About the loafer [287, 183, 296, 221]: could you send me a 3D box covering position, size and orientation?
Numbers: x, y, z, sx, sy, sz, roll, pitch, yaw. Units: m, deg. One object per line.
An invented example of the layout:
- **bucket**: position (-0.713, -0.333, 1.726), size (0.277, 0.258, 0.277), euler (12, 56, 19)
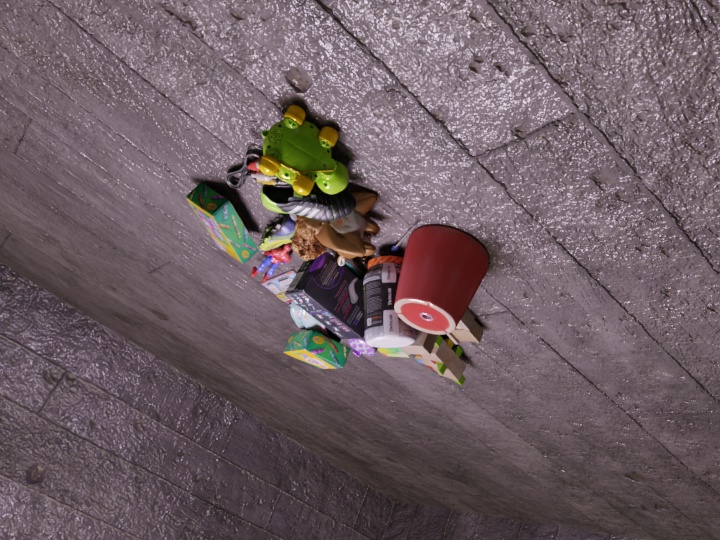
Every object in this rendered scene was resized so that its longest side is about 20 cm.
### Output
- **loafer**: position (-0.140, -0.162, 1.438), size (0.070, 0.070, 0.200), euler (21, 152, 6)

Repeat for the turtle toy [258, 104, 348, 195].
- **turtle toy**: position (-0.108, -0.219, 1.262), size (0.199, 0.146, 0.101), euler (30, 172, -16)

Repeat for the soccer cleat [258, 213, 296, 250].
- **soccer cleat**: position (-0.201, -0.086, 1.627), size (0.083, 0.065, 0.200), euler (22, 156, -20)

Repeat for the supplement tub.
- **supplement tub**: position (0.068, 0.074, 1.509), size (0.122, 0.201, 0.123), euler (-2, 164, 0)

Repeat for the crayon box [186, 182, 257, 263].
- **crayon box**: position (-0.352, -0.118, 1.639), size (0.119, 0.058, 0.200), euler (32, 158, 33)

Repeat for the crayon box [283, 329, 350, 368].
- **crayon box**: position (-0.121, 0.215, 1.723), size (0.118, 0.059, 0.200), euler (27, 162, -16)

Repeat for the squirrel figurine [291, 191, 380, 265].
- **squirrel figurine**: position (-0.055, -0.083, 1.443), size (0.199, 0.142, 0.187), euler (3, 167, 4)

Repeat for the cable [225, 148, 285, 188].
- **cable**: position (-0.259, -0.221, 1.449), size (0.199, 0.051, 0.097), euler (-4, 140, 41)

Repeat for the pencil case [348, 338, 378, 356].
- **pencil case**: position (0.046, 0.127, 1.662), size (0.084, 0.200, 0.085), euler (39, 152, -6)

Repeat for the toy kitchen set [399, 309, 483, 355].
- **toy kitchen set**: position (0.178, 0.168, 1.639), size (0.163, 0.181, 0.200), euler (-4, 140, 44)

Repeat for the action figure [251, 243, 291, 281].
- **action figure**: position (-0.240, -0.029, 1.770), size (0.065, 0.052, 0.200), euler (29, 147, -20)

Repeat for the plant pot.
- **plant pot**: position (0.169, 0.031, 1.412), size (0.199, 0.178, 0.201), euler (18, 152, 10)

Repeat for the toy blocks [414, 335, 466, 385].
- **toy blocks**: position (0.212, 0.246, 1.860), size (0.136, 0.100, 0.200), euler (11, 151, 47)

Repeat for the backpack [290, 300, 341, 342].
- **backpack**: position (-0.100, 0.088, 1.721), size (0.150, 0.178, 0.200), euler (15, 158, 13)

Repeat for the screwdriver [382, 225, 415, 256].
- **screwdriver**: position (0.091, -0.066, 1.476), size (0.028, 0.029, 0.200), euler (28, 149, -6)

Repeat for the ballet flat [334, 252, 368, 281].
- **ballet flat**: position (0.000, 0.000, 1.607), size (0.068, 0.069, 0.200), euler (10, 149, 30)

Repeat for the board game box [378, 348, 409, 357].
- **board game box**: position (0.064, 0.186, 1.900), size (0.101, 0.048, 0.200), euler (-3, 142, 42)

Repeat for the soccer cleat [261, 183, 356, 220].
- **soccer cleat**: position (-0.109, -0.145, 1.321), size (0.199, 0.068, 0.081), euler (4, 166, 2)

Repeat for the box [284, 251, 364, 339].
- **box**: position (-0.064, 0.064, 1.566), size (0.200, 0.123, 0.106), euler (41, 155, -22)

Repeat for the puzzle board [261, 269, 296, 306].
- **puzzle board**: position (-0.199, 0.065, 1.933), size (0.150, 0.017, 0.200), euler (37, 149, -23)
